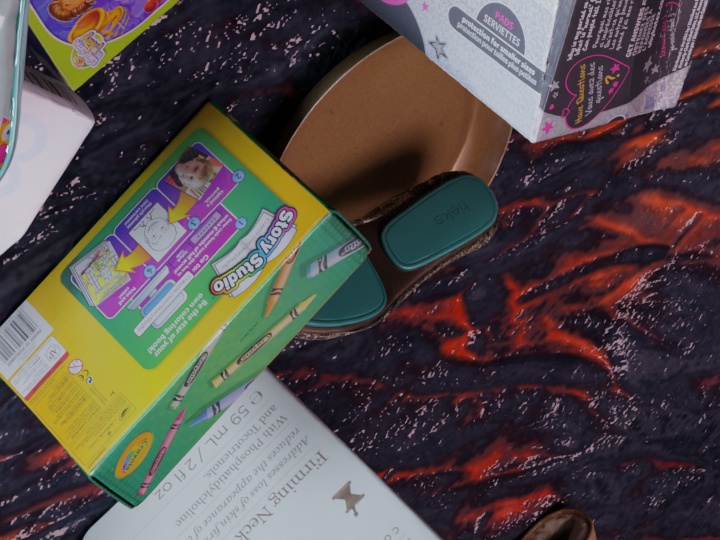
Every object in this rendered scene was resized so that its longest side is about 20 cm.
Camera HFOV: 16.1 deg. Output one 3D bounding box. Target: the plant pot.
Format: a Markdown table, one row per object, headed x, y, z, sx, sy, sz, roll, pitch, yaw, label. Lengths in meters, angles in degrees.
| x | y | z | sx | sy | sz | roll | pitch | yaw | label |
| --- | --- | --- | --- | --- | --- | --- | --- | --- | --- |
| 0.012 | -0.069 | 1.552 | 0.199 | 0.027 | 0.201 | -29 | 142 | -26 | plant pot |

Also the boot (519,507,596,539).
| x | y | z | sx | sy | sz | roll | pitch | yaw | label |
| --- | --- | --- | --- | --- | --- | --- | --- | --- | --- |
| 0.134 | 0.300 | 2.017 | 0.175 | 0.066 | 0.200 | -50 | 148 | -19 | boot |

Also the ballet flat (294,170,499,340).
| x | y | z | sx | sy | sz | roll | pitch | yaw | label |
| --- | --- | --- | --- | --- | --- | --- | --- | --- | --- |
| 0.000 | 0.000 | 1.526 | 0.199 | 0.068 | 0.075 | -28 | 175 | -37 | ballet flat |

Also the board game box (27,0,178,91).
| x | y | z | sx | sy | sz | roll | pitch | yaw | label |
| --- | --- | --- | --- | --- | --- | --- | --- | --- | --- |
| -0.140 | -0.198 | 1.245 | 0.134 | 0.045 | 0.200 | -42 | 145 | -9 | board game box |

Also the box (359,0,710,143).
| x | y | z | sx | sy | sz | roll | pitch | yaw | label |
| --- | --- | --- | --- | --- | --- | --- | --- | --- | --- |
| 0.082 | -0.179 | 1.368 | 0.114 | 0.200 | 0.133 | -15 | 134 | -36 | box |

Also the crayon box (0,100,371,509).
| x | y | z | sx | sy | sz | roll | pitch | yaw | label |
| --- | --- | --- | --- | --- | --- | --- | --- | --- | --- |
| -0.105 | 0.018 | 1.427 | 0.200 | 0.119 | 0.058 | -47 | 146 | -1 | crayon box |

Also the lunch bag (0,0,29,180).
| x | y | z | sx | sy | sz | roll | pitch | yaw | label |
| --- | --- | --- | --- | --- | --- | --- | --- | --- | --- |
| -0.248 | -0.109 | 1.123 | 0.199 | 0.077 | 0.161 | 0 | 116 | -22 | lunch bag |

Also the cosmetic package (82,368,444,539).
| x | y | z | sx | sy | sz | roll | pitch | yaw | label |
| --- | --- | --- | --- | --- | --- | --- | --- | --- | --- |
| -0.034 | 0.204 | 1.614 | 0.167 | 0.200 | 0.166 | -45 | 145 | -5 | cosmetic package |

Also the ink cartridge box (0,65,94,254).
| x | y | z | sx | sy | sz | roll | pitch | yaw | label |
| --- | --- | --- | --- | --- | --- | --- | --- | --- | --- |
| -0.248 | -0.029 | 1.252 | 0.160 | 0.047 | 0.201 | 23 | 104 | -42 | ink cartridge box |
